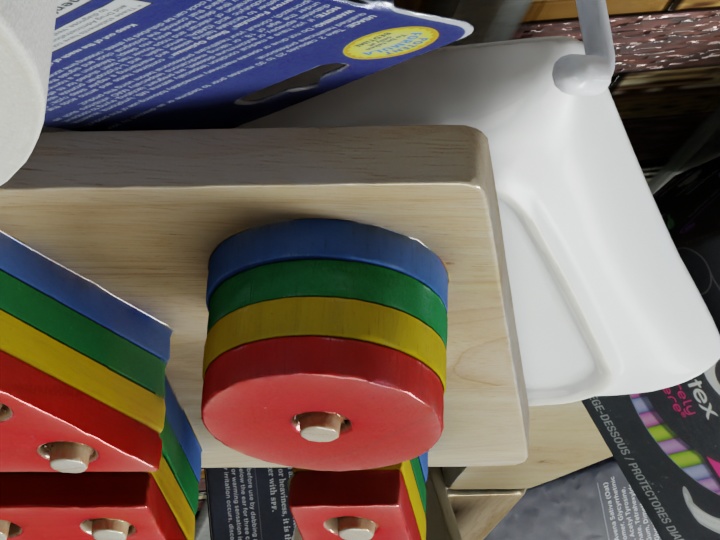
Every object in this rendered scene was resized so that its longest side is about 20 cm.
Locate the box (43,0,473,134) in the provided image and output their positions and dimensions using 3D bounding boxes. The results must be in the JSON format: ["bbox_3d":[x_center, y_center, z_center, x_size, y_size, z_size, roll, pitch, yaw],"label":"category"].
[{"bbox_3d":[-0.081,-0.069,0.615,0.200,0.033,0.121,7,162,-44],"label":"box"}]

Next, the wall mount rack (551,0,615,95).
[{"bbox_3d":[0.059,-0.088,0.502,0.199,0.075,0.174,-15,166,30],"label":"wall mount rack"}]

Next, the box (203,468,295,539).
[{"bbox_3d":[0.008,0.150,1.503,0.197,0.124,0.200,-5,170,-4],"label":"box"}]

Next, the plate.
[{"bbox_3d":[0.000,0.000,0.801,0.199,0.032,0.200,-4,151,20],"label":"plate"}]

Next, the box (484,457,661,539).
[{"bbox_3d":[0.131,0.128,1.328,0.199,0.105,0.148,-15,-167,-16],"label":"box"}]

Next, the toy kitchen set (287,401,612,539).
[{"bbox_3d":[0.098,0.113,1.111,0.180,0.164,0.200,3,144,-30],"label":"toy kitchen set"}]

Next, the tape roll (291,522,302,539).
[{"bbox_3d":[-0.089,0.085,0.938,0.200,0.201,0.048,-8,170,4],"label":"tape roll"}]

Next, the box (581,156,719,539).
[{"bbox_3d":[0.175,0.014,0.873,0.106,0.123,0.200,-37,-171,-37],"label":"box"}]

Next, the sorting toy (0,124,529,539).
[{"bbox_3d":[-0.055,0.037,0.755,0.199,0.070,0.199,-1,153,8],"label":"sorting toy"}]

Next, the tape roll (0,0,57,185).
[{"bbox_3d":[-0.161,-0.057,0.507,0.202,0.037,0.203,3,159,1],"label":"tape roll"}]
